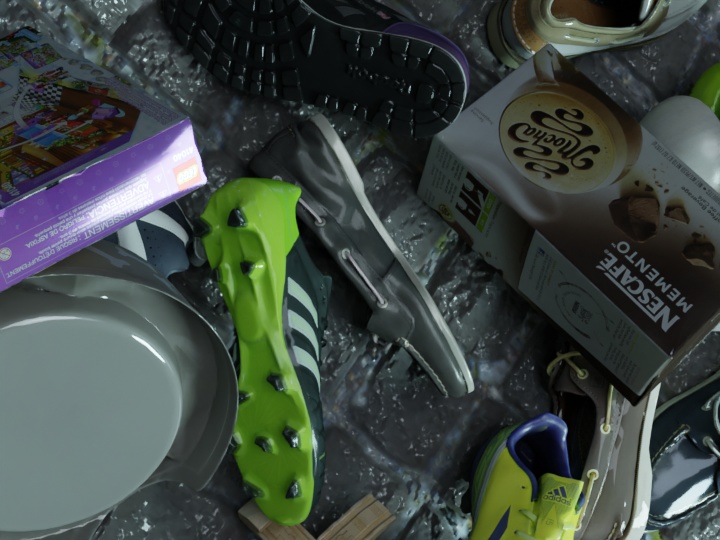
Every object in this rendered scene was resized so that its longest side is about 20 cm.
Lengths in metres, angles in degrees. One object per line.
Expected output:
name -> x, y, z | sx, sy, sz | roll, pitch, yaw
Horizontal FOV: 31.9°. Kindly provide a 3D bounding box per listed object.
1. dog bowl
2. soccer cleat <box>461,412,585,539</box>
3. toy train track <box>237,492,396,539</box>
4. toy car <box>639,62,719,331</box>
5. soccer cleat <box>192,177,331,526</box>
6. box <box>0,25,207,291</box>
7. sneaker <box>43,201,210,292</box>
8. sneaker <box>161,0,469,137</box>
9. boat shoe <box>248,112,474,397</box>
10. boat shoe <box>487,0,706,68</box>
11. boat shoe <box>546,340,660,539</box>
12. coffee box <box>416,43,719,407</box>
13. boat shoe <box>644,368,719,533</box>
dog bowl -> -0.166, 0.068, 0.651 | 0.198, 0.059, 0.202 | -13, 128, -16
soccer cleat -> 0.101, 0.163, 0.751 | 0.064, 0.084, 0.201 | 34, 30, -19
toy train track -> 0.002, 0.193, 0.717 | 0.114, 0.033, 0.200 | -39, 63, -23
toy car -> 0.297, -0.055, 0.875 | 0.173, 0.150, 0.202 | -13, 90, -24
soccer cleat -> -0.043, 0.045, 0.733 | 0.081, 0.067, 0.203 | -17, 100, -54
box -> -0.184, -0.060, 0.636 | 0.136, 0.199, 0.039 | -30, 126, -23
sneaker -> -0.165, 0.019, 0.696 | 0.130, 0.079, 0.199 | 46, 59, -4
sneaker -> -0.027, -0.145, 0.792 | 0.198, 0.088, 0.076 | 24, 115, -1
boat shoe -> 0.000, 0.000, 0.788 | 0.057, 0.067, 0.201 | -31, 92, -4
boat shoe -> 0.186, -0.192, 0.884 | 0.199, 0.068, 0.075 | -27, 96, -24
boat shoe -> 0.157, 0.084, 0.843 | 0.059, 0.072, 0.203 | 5, 87, -25
coffee box -> 0.147, -0.031, 0.801 | 0.113, 0.080, 0.200 | -38, 73, -22
boat shoe -> 0.262, 0.116, 0.890 | 0.199, 0.062, 0.075 | -30, 99, -23
